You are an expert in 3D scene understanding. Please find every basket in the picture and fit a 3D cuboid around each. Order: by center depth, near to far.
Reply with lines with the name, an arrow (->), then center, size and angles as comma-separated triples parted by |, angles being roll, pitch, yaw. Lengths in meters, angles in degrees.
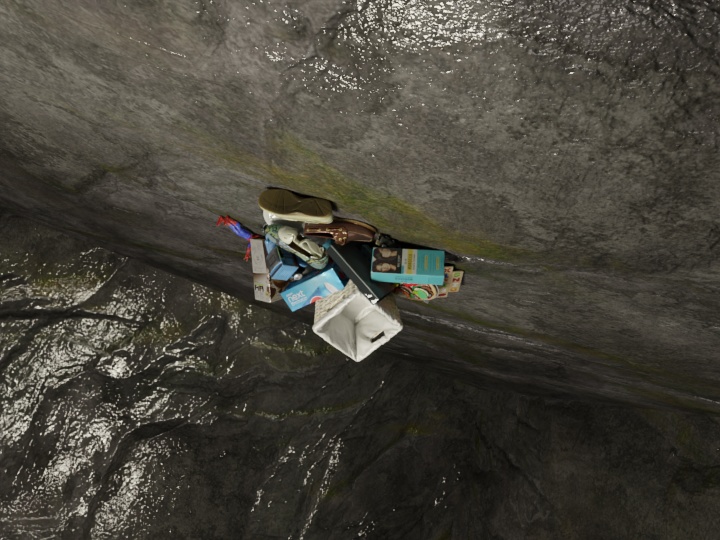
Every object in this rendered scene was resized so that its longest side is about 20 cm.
basket -> -0.009, 0.123, 1.616 | 0.198, 0.162, 0.199 | -39, 119, 23

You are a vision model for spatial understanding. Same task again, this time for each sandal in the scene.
sandal -> -0.186, -0.130, 1.565 | 0.200, 0.083, 0.050 | 28, -154, -11

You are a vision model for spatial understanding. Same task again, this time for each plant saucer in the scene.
plant saucer -> 0.010, -0.010, 1.655 | 0.070, 0.019, 0.201 | 45, 150, 9

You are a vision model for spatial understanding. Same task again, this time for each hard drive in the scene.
hard drive -> 0.000, 0.000, 1.532 | 0.200, 0.033, 0.139 | 48, -158, 7

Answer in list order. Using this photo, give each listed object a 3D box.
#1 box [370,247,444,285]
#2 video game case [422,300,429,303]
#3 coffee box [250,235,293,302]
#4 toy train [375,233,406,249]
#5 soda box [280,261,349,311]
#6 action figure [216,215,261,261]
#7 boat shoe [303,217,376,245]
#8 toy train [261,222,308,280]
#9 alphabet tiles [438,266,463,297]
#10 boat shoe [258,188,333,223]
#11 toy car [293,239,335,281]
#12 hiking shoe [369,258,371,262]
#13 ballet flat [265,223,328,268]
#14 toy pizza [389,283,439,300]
box -> 0.128, -0.013, 1.482 | 0.196, 0.084, 0.049 | 3, 150, 5
video game case -> 0.122, 0.044, 1.808 | 0.198, 0.018, 0.142 | 25, 174, 42
coffee box -> -0.285, -0.012, 1.769 | 0.079, 0.204, 0.112 | 8, -163, 37
toy train -> 0.115, -0.052, 1.545 | 0.198, 0.035, 0.046 | 28, 172, -34
soda box -> -0.129, 0.043, 1.559 | 0.198, 0.064, 0.068 | -24, 107, 29
action figure -> -0.401, -0.099, 1.853 | 0.065, 0.101, 0.199 | 5, 163, 43
boat shoe -> -0.058, -0.103, 1.486 | 0.196, 0.071, 0.071 | 13, 158, 11
toy train -> -0.225, -0.064, 1.594 | 0.113, 0.203, 0.087 | 9, 141, -44
alphabet tiles -> 0.221, 0.039, 1.639 | 0.163, 0.006, 0.201 | -5, 152, 1
boat shoe -> -0.167, -0.160, 1.412 | 0.197, 0.075, 0.063 | 8, 160, 8
toy car -> -0.142, -0.002, 1.687 | 0.182, 0.203, 0.176 | 7, 162, 35
hiking shoe -> 0.110, -0.002, 1.643 | 0.197, 0.077, 0.101 | 20, 169, -5
ballet flat -> -0.170, -0.080, 1.510 | 0.198, 0.075, 0.074 | 30, 164, -7
toy pizza -> 0.133, 0.042, 1.596 | 0.197, 0.032, 0.201 | 19, 155, 9
